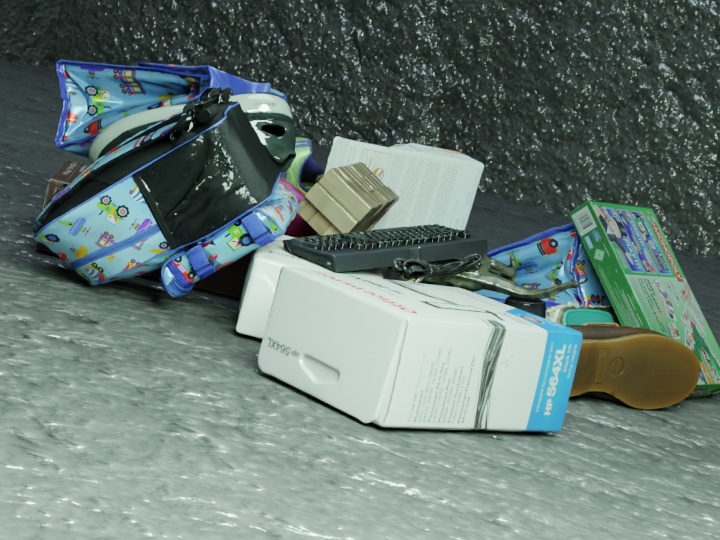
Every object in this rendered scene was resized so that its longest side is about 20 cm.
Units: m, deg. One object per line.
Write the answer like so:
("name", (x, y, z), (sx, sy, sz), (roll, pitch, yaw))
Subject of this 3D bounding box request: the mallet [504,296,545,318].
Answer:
("mallet", (0.088, 0.069, 1.617), (0.199, 0.066, 0.041), (-11, 16, -38))

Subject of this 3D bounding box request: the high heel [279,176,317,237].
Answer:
("high heel", (-0.139, -0.056, 1.762), (0.199, 0.068, 0.096), (16, 38, 18))

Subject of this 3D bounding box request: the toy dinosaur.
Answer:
("toy dinosaur", (0.103, 0.003, 1.660), (0.199, 0.048, 0.088), (10, 2, 10))

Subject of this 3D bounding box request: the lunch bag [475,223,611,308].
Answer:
("lunch bag", (0.177, 0.010, 1.884), (0.199, 0.095, 0.150), (-6, -8, 36))

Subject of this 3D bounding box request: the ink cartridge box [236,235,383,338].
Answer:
("ink cartridge box", (-0.043, 0.020, 1.576), (0.116, 0.068, 0.200), (15, 8, -4))

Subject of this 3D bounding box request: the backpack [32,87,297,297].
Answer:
("backpack", (-0.170, -0.051, 1.546), (0.199, 0.135, 0.183), (-30, 9, 6))

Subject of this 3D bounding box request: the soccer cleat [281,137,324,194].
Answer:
("soccer cleat", (-0.057, -0.062, 1.862), (0.083, 0.065, 0.201), (-17, -37, 4))

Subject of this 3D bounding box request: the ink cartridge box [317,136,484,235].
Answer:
("ink cartridge box", (0.022, -0.054, 1.896), (0.199, 0.163, 0.050), (8, 14, -35))

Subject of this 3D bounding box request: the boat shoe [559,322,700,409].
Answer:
("boat shoe", (0.210, 0.077, 1.607), (0.199, 0.071, 0.070), (9, 13, -32))

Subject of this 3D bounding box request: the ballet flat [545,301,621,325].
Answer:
("ballet flat", (0.228, 0.068, 1.752), (0.199, 0.076, 0.064), (14, -29, -43))

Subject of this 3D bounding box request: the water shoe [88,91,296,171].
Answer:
("water shoe", (-0.160, -0.113, 1.722), (0.199, 0.079, 0.072), (-13, -17, 5))

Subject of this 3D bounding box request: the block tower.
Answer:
("block tower", (-0.012, -0.064, 1.726), (0.058, 0.054, 0.200), (45, 9, 4))

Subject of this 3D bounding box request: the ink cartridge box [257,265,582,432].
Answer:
("ink cartridge box", (0.046, 0.061, 1.368), (0.199, 0.085, 0.146), (8, 10, -45))

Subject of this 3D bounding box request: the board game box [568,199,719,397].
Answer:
("board game box", (0.285, 0.028, 1.764), (0.029, 0.201, 0.134), (-33, -21, 29))

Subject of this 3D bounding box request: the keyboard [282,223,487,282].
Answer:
("keyboard", (0.039, -0.018, 1.570), (0.127, 0.021, 0.199), (23, 21, 39))

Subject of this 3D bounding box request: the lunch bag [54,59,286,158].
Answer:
("lunch bag", (-0.179, -0.161, 1.806), (0.199, 0.095, 0.150), (-5, -9, 25))

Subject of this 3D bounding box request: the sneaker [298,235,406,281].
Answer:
("sneaker", (0.000, 0.000, 1.772), (0.199, 0.078, 0.112), (11, 9, -25))

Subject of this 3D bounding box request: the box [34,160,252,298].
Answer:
("box", (-0.194, -0.039, 1.697), (0.199, 0.075, 0.100), (15, 13, -4))
